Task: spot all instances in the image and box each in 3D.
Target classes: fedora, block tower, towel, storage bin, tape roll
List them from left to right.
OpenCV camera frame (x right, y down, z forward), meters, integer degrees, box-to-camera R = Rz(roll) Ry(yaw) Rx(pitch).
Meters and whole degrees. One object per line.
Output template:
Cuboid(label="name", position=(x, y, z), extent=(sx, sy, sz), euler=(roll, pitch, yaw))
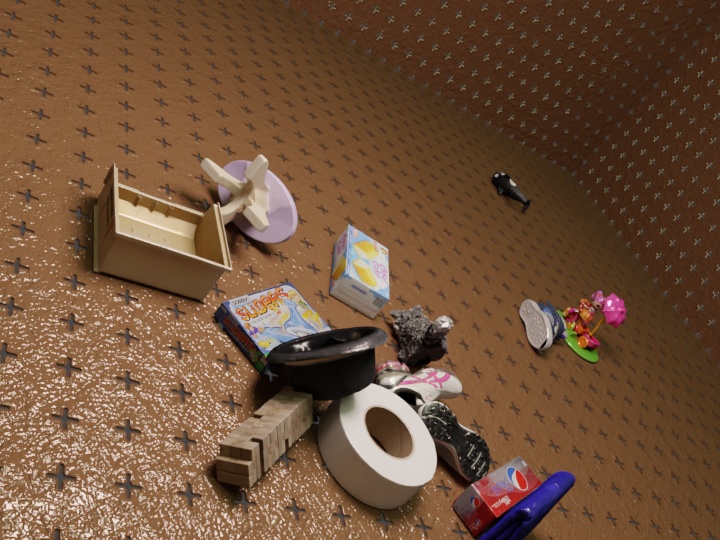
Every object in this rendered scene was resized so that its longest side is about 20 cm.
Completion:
Cuboid(label="storage bin", position=(-0.337, -0.065, 1.214), extent=(0.199, 0.094, 0.199), euler=(19, 34, -34))
Cuboid(label="block tower", position=(-0.133, 0.237, 1.046), extent=(0.057, 0.055, 0.200), euler=(6, 18, 21))
Cuboid(label="fedora", position=(-0.047, 0.153, 1.142), extent=(0.200, 0.199, 0.093), euler=(-19, 99, -59))
Cuboid(label="tape roll", position=(0.028, 0.284, 1.182), extent=(0.201, 0.071, 0.203), euler=(30, 30, -19))
Cuboid(label="towel", position=(0.278, 0.416, 1.220), extent=(0.050, 0.148, 0.199), euler=(43, 27, 25))

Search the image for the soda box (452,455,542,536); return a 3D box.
Cuboid(label="soda box", position=(0.249, 0.402, 1.291), extent=(0.199, 0.064, 0.070), euler=(-4, 49, -53))

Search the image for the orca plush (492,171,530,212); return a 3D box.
Cuboid(label="orca plush", position=(0.556, -0.295, 2.732), extent=(0.201, 0.071, 0.105), euler=(56, -14, 19))

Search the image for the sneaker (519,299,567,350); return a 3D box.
Cuboid(label="sneaker", position=(0.526, 0.165, 1.967), extent=(0.146, 0.081, 0.201), euler=(24, 26, -20))

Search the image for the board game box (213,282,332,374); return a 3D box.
Cuboid(label="board game box", position=(-0.149, 0.096, 1.275), extent=(0.135, 0.035, 0.200), euler=(47, 28, 13))

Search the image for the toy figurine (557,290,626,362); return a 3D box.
Cuboid(label="toy figurine", position=(0.687, 0.134, 2.105), extent=(0.149, 0.184, 0.201), euler=(15, 35, -39))

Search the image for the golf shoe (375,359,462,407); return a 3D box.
Cuboid(label="golf shoe", position=(0.114, 0.233, 1.371), extent=(0.198, 0.073, 0.093), euler=(11, 44, -28))

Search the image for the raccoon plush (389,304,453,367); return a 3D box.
Cuboid(label="raccoon plush", position=(0.134, 0.103, 1.466), extent=(0.096, 0.200, 0.135), euler=(4, 56, -29))

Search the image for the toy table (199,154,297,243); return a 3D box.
Cuboid(label="toy table", position=(-0.222, -0.140, 1.400), extent=(0.199, 0.185, 0.117), euler=(34, 9, 16))

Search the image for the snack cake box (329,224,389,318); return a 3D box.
Cuboid(label="snack cake box", position=(0.000, 0.000, 1.569), extent=(0.114, 0.067, 0.201), euler=(30, 29, -18))

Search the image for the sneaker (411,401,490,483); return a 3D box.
Cuboid(label="sneaker", position=(0.165, 0.311, 1.311), extent=(0.200, 0.079, 0.074), euler=(48, 64, -15))
